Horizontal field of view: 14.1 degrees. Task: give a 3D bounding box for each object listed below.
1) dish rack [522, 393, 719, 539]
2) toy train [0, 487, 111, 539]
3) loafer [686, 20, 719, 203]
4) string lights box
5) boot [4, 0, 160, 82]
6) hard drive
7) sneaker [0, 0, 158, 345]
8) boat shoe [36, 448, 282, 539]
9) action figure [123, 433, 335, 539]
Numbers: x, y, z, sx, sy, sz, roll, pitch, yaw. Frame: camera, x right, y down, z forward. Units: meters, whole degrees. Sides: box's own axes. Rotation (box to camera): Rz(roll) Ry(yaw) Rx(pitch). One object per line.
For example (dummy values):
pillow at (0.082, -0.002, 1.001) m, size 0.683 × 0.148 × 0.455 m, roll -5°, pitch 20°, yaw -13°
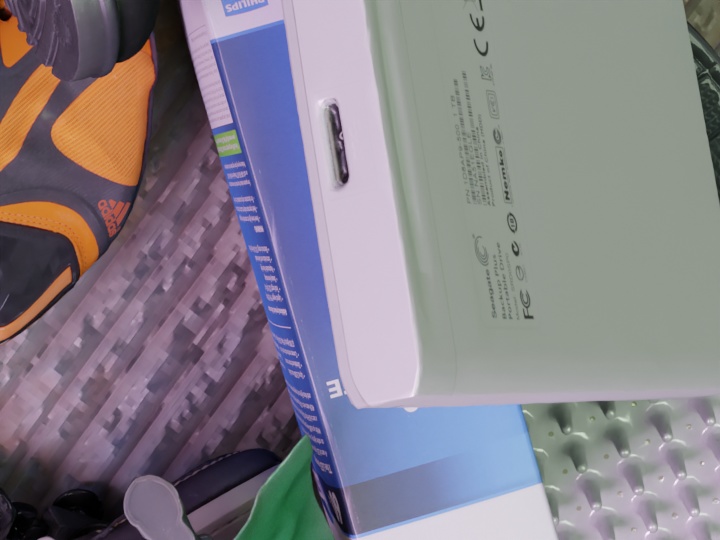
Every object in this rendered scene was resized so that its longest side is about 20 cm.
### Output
dish rack at (0.103, 0.079, 0.950) m, size 0.199 × 0.044 × 0.172 m, roll -20°, pitch 112°, yaw 5°
toy train at (-0.083, 0.096, 0.904) m, size 0.200 × 0.034 × 0.046 m, roll 21°, pitch 103°, yaw -30°
loafer at (0.112, -0.018, 0.967) m, size 0.072 × 0.063 × 0.200 m, roll -30°, pitch 112°, yaw 11°
string lights box at (0.000, 0.000, 0.848) m, size 0.059 × 0.103 × 0.201 m, roll -17°, pitch 94°, yaw -6°
boot at (-0.012, -0.138, 0.798) m, size 0.199 × 0.165 × 0.066 m, roll -13°, pitch 146°, yaw -17°
hard drive at (0.046, -0.030, 0.807) m, size 0.200 × 0.027 × 0.132 m, roll 3°, pitch 76°, yaw -59°
sneaker at (-0.131, -0.079, 0.822) m, size 0.112 × 0.077 × 0.200 m, roll -35°, pitch 110°, yaw -32°
boat shoe at (-0.096, 0.097, 0.834) m, size 0.200 × 0.063 × 0.073 m, roll -34°, pitch 151°, yaw -37°
action figure at (-0.034, 0.127, 0.829) m, size 0.118 × 0.055 × 0.200 m, roll -43°, pitch 147°, yaw -10°
